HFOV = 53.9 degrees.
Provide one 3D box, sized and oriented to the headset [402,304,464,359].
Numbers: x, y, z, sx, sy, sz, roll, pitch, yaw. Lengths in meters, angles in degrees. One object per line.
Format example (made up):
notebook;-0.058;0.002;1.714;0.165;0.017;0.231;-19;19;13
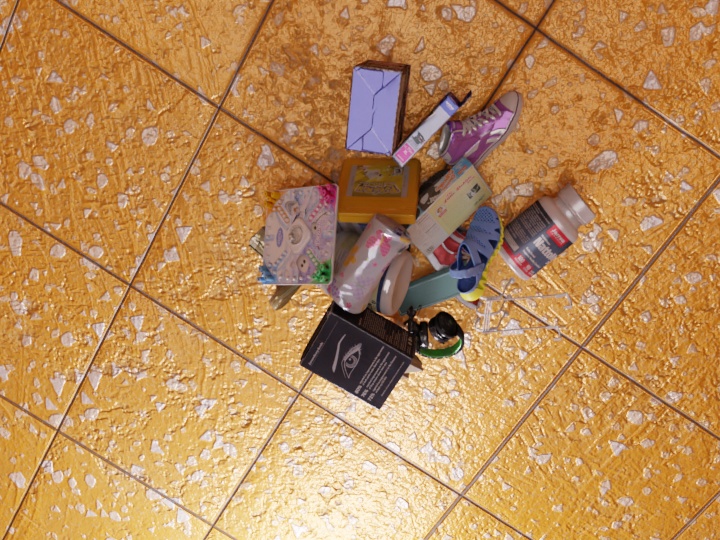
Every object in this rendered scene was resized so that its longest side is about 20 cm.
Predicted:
headset;0.160;0.149;1.605;0.122;0.095;0.200;-21;133;24

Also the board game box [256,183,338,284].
board game box;-0.133;-0.073;1.458;0.198;0.026;0.204;-1;82;38

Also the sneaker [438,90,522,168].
sneaker;0.240;-0.297;1.453;0.113;0.073;0.201;25;113;-34

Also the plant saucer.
plant saucer;0.158;0.045;1.570;0.198;0.019;0.071;-22;102;26

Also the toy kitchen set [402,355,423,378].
toy kitchen set;0.063;0.138;1.623;0.161;0.183;0.199;-11;149;40

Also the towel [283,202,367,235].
towel;-0.055;-0.103;1.543;0.197;0.147;0.024;7;71;18

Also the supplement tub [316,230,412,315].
supplement tub;0.000;0.000;1.524;0.197;0.145;0.147;18;112;18

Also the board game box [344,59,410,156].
board game box;0.038;-0.332;1.424;0.095;0.200;0.162;9;110;6

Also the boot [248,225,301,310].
boot;-0.192;-0.013;1.572;0.155;0.201;0.073;41;128;-6

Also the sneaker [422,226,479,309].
sneaker;0.230;-0.015;1.576;0.112;0.071;0.201;-36;99;21

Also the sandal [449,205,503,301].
sandal;0.239;-0.043;1.475;0.079;0.087;0.203;4;73;44

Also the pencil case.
pencil case;0.017;-0.013;1.395;0.090;0.083;0.201;26;109;-26

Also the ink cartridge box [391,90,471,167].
ink cartridge box;0.148;-0.304;1.461;0.042;0.120;0.200;45;110;-6

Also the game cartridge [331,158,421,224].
game cartridge;0.036;-0.169;1.484;0.173;0.202;0.033;2;130;7

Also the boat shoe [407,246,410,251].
boat shoe;0.076;-0.011;1.605;0.073;0.062;0.203;10;111;2

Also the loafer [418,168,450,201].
loafer;0.133;-0.134;1.531;0.199;0.075;0.070;-38;109;1

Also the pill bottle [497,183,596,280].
pill bottle;0.391;-0.086;1.502;0.200;0.120;0.120;-41;99;19

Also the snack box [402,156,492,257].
snack box;0.179;-0.132;1.496;0.200;0.037;0.116;-44;139;6

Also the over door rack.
over door rack;0.354;0.084;1.558;0.196;0.067;0.149;5;146;9

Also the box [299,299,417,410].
box;-0.004;0.165;1.466;0.198;0.105;0.149;31;113;-4
